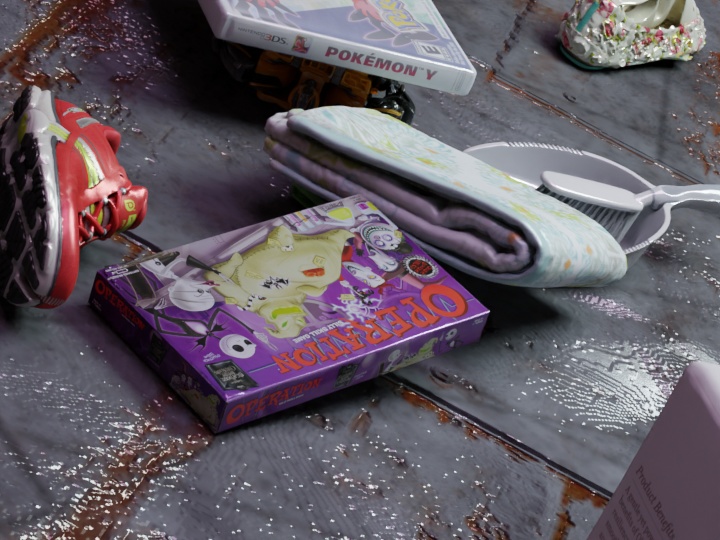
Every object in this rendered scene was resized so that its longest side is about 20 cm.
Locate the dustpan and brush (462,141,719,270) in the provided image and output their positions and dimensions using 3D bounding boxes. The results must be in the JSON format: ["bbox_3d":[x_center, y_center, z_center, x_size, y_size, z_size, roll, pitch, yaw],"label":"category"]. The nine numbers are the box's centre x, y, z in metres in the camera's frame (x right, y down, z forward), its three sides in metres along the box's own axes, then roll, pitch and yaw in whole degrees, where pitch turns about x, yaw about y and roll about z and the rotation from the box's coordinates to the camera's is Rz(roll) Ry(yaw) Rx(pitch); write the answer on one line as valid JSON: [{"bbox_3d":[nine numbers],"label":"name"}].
[{"bbox_3d":[0.174,-0.043,1.916,0.200,0.057,0.140,9,32,-32],"label":"dustpan and brush"}]

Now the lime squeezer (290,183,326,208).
[{"bbox_3d":[0.000,0.000,1.708,0.071,0.038,0.200,20,28,-15],"label":"lime squeezer"}]

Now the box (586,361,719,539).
[{"bbox_3d":[0.240,0.182,1.443,0.200,0.171,0.199,12,30,-26],"label":"box"}]

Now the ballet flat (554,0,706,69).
[{"bbox_3d":[0.224,-0.197,2.242,0.076,0.064,0.200,36,27,20],"label":"ballet flat"}]

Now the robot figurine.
[{"bbox_3d":[-0.021,-0.158,1.951,0.145,0.058,0.200,22,26,-3],"label":"robot figurine"}]

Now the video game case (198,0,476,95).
[{"bbox_3d":[-0.033,-0.189,1.907,0.182,0.023,0.200,11,29,-25],"label":"video game case"}]

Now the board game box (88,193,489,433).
[{"bbox_3d":[-0.038,0.020,1.608,0.200,0.032,0.120,-18,53,-41],"label":"board game box"}]

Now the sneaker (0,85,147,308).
[{"bbox_3d":[-0.158,-0.040,1.596,0.085,0.077,0.200,21,27,-17],"label":"sneaker"}]

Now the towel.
[{"bbox_3d":[0.055,-0.045,1.770,0.200,0.048,0.171,28,13,21],"label":"towel"}]
